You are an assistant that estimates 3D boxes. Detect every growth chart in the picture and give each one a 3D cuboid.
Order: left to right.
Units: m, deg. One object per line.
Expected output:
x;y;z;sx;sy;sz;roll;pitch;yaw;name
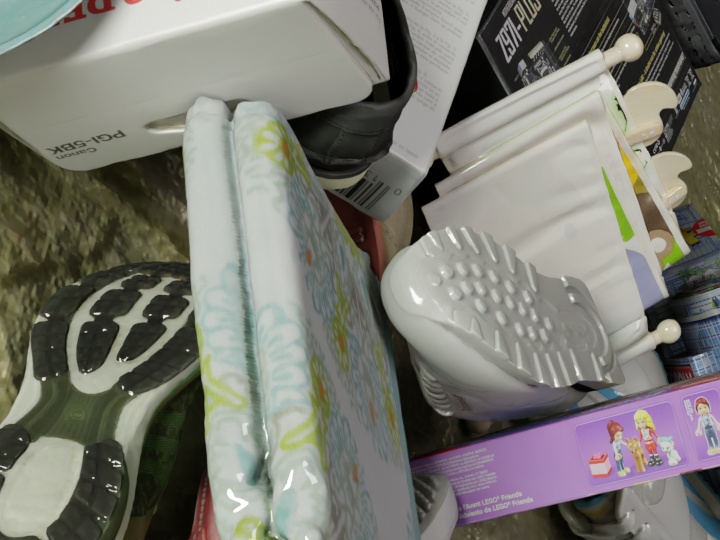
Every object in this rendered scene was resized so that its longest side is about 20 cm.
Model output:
0.102;-0.014;0.907;0.018;0.145;0.200;-118;-171;-54;growth chart

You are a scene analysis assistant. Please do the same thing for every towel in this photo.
-0.021;0.053;0.691;0.171;0.048;0.200;57;22;-60;towel

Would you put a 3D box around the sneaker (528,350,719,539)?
0.156;0.137;1.027;0.081;0.076;0.200;-37;104;-42;sneaker

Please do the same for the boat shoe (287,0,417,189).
-0.022;-0.136;0.761;0.074;0.063;0.202;-1;63;-26;boat shoe

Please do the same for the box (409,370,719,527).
0.122;0.084;0.878;0.137;0.200;0.039;-9;81;-53;box

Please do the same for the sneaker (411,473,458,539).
-0.012;0.172;0.788;0.200;0.074;0.082;-47;126;-41;sneaker

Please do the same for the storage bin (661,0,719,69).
0.164;-0.228;1.127;0.200;0.094;0.135;57;40;-27;storage bin

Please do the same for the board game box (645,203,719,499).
0.213;0.059;1.068;0.200;0.062;0.200;66;3;-87;board game box

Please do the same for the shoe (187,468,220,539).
-0.069;0.141;0.714;0.200;0.091;0.072;-101;172;-58;shoe

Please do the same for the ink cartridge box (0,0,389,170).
-0.078;-0.157;0.699;0.083;0.147;0.200;40;40;-63;ink cartridge box

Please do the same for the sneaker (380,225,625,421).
0.054;0.037;0.833;0.200;0.080;0.077;26;44;-58;sneaker

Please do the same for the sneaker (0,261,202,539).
-0.102;0.073;0.712;0.200;0.077;0.089;-61;159;-46;sneaker

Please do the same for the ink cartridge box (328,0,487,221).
-0.019;-0.142;0.835;0.162;0.057;0.200;31;48;-13;ink cartridge box

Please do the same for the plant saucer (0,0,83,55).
-0.174;-0.153;0.624;0.200;0.036;0.200;5;72;-16;plant saucer

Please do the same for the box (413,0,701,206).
0.098;-0.105;1.002;0.164;0.086;0.200;58;39;-25;box

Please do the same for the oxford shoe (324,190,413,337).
0.000;0.000;0.851;0.075;0.070;0.200;31;56;-50;oxford shoe
